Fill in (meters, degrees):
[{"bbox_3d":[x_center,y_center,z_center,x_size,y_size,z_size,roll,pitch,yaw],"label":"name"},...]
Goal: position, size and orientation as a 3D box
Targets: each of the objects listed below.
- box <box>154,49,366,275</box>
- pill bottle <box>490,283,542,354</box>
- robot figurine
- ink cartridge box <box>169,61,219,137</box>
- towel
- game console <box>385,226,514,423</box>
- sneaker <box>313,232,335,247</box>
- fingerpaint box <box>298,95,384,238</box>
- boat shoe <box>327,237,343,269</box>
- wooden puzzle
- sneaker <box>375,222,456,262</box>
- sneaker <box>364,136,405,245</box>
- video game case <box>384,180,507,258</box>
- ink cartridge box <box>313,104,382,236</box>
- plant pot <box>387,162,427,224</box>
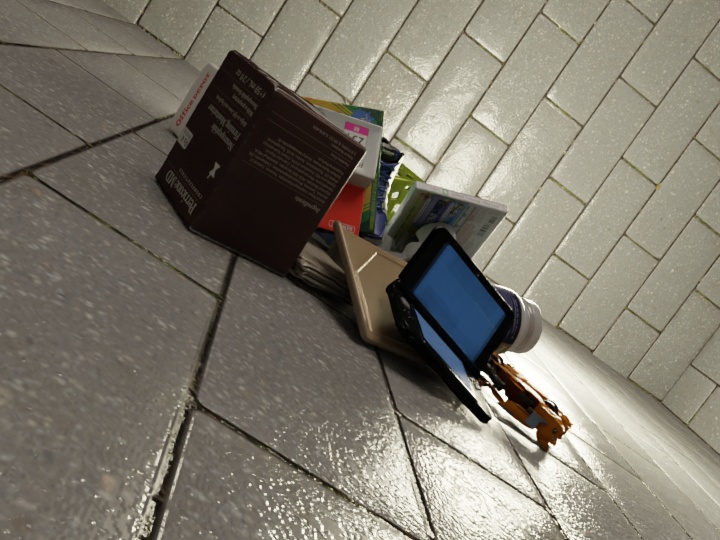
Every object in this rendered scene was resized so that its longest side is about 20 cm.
[{"bbox_3d":[-0.132,-0.140,1.009,0.163,0.202,0.166,27,12,-41],"label":"box"},{"bbox_3d":[0.206,0.078,1.306,0.197,0.117,0.116,14,19,-32],"label":"pill bottle"},{"bbox_3d":[0.231,0.185,1.189,0.199,0.059,0.145,41,10,23],"label":"robot figurine"},{"bbox_3d":[-0.235,-0.258,1.400,0.200,0.147,0.084,42,11,31],"label":"ink cartridge box"},{"bbox_3d":[-0.083,-0.020,1.125,0.132,0.035,0.200,31,9,-37],"label":"towel"},{"bbox_3d":[0.137,0.070,1.050,0.200,0.116,0.177,47,12,-21],"label":"game console"},{"bbox_3d":[-0.002,-0.086,1.455,0.080,0.116,0.199,42,12,25],"label":"sneaker"},{"bbox_3d":[-0.054,-0.166,1.253,0.163,0.205,0.073,7,-5,-16],"label":"fingerpaint box"},{"bbox_3d":[0.000,0.000,1.227,0.059,0.073,0.200,28,6,-24],"label":"boat shoe"},{"bbox_3d":[0.034,0.042,1.083,0.199,0.037,0.188,32,35,-46],"label":"wooden puzzle"},{"bbox_3d":[0.080,-0.011,1.390,0.115,0.196,0.077,71,4,-54],"label":"sneaker"},{"bbox_3d":[0.022,-0.158,1.345,0.079,0.116,0.203,14,56,-13],"label":"sneaker"},{"bbox_3d":[0.141,-0.073,1.404,0.178,0.201,0.022,13,53,-16],"label":"video game case"},{"bbox_3d":[-0.074,-0.161,1.168,0.196,0.177,0.044,15,-22,-14],"label":"ink cartridge box"},{"bbox_3d":[-0.002,-0.163,1.669,0.180,0.202,0.199,16,21,-48],"label":"plant pot"}]
